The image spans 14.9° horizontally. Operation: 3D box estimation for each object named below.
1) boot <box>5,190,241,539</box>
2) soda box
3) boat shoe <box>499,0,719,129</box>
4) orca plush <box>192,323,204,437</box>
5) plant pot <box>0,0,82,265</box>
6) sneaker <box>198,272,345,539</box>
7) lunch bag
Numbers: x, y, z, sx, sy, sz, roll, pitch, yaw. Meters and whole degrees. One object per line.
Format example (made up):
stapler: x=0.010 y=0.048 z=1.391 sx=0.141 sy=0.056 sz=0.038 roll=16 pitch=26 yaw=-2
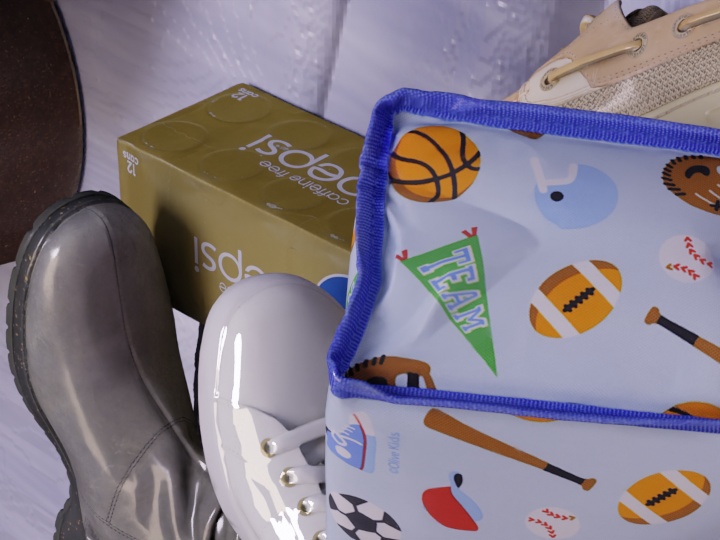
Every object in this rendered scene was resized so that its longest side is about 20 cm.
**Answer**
boot: x=-0.056 y=0.075 z=0.986 sx=0.130 sy=0.068 sz=0.201 roll=23 pitch=129 yaw=42
soda box: x=0.000 y=0.000 z=0.986 sx=0.199 sy=0.068 sz=0.064 roll=26 pitch=129 yaw=39
boat shoe: x=0.092 y=-0.048 z=0.865 sx=0.199 sy=0.071 sz=0.065 roll=-12 pitch=63 yaw=47
orca plush: x=-0.035 y=0.099 z=1.079 sx=0.105 sy=0.071 sz=0.201 roll=-5 pitch=106 yaw=50
plant pot: x=-0.250 y=-0.059 z=1.139 sx=0.186 sy=0.199 sz=0.188 roll=26 pitch=128 yaw=38
sneaker: x=0.008 y=0.095 z=0.902 sx=0.085 sy=0.072 sz=0.201 roll=-7 pitch=103 yaw=64
lunch bag: x=0.093 y=0.039 z=0.803 sx=0.199 sy=0.124 sz=0.170 roll=7 pitch=150 yaw=5
